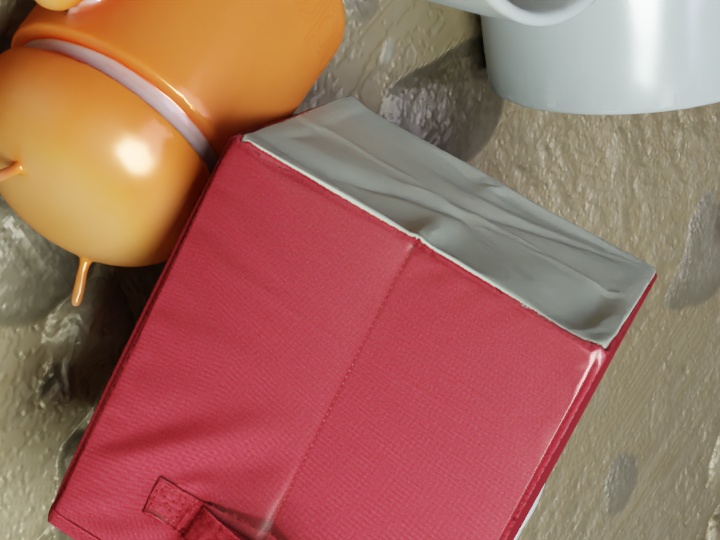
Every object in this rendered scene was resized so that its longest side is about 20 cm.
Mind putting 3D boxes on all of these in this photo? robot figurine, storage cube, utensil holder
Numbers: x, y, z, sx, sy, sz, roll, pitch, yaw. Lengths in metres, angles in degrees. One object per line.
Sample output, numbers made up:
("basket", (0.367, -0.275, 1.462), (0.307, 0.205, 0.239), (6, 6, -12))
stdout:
("robot figurine", (-0.084, -0.087, 0.812), (0.116, 0.144, 0.201), (34, 66, -3))
("storage cube", (0.004, 0.051, 0.816), (0.181, 0.170, 0.200), (-63, 171, 15))
("utensil holder", (0.136, -0.198, 0.999), (0.169, 0.169, 0.202), (-25, 117, -43))

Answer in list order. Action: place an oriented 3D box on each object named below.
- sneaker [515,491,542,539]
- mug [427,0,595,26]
("sneaker", (0.042, 0.132, 1.034), (0.081, 0.074, 0.202), (22, 79, -45))
("mug", (0.025, -0.209, 0.881), (0.149, 0.152, 0.188), (-31, 120, -40))
